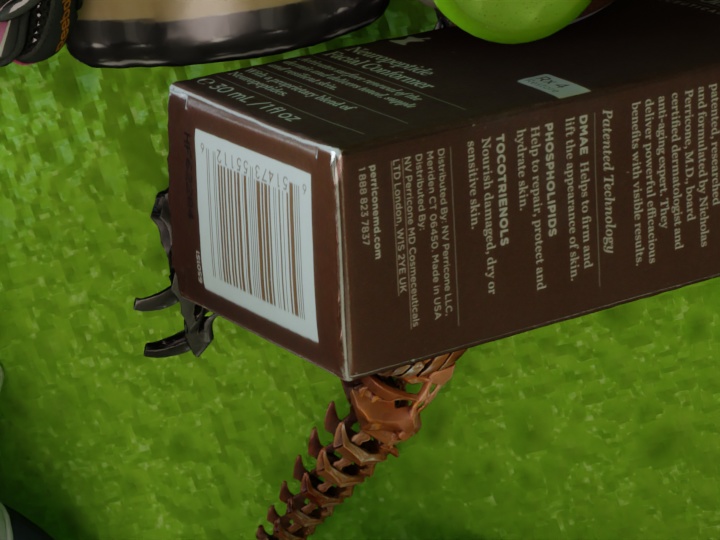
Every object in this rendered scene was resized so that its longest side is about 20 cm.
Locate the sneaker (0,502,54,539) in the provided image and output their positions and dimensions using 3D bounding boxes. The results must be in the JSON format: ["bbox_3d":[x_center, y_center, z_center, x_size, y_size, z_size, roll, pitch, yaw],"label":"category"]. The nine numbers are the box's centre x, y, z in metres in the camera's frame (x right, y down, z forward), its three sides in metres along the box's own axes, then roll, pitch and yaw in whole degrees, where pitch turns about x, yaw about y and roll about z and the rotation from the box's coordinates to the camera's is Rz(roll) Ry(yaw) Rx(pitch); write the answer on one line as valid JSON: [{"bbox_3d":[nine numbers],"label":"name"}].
[{"bbox_3d":[-0.167,0.168,0.950,0.200,0.108,0.070,-49,51,6],"label":"sneaker"}]

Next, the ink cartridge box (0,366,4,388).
[{"bbox_3d":[-0.241,0.064,0.955,0.199,0.067,0.117,-34,112,14],"label":"ink cartridge box"}]

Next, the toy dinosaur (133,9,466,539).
[{"bbox_3d":[0.000,0.000,0.906,0.135,0.102,0.201,15,82,-14],"label":"toy dinosaur"}]

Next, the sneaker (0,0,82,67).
[{"bbox_3d":[-0.109,-0.109,0.813,0.086,0.080,0.200,50,141,-4],"label":"sneaker"}]

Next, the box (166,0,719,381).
[{"bbox_3d":[0.051,-0.033,0.827,0.199,0.100,0.075,-13,111,-32],"label":"box"}]

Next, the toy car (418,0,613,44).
[{"bbox_3d":[0.120,-0.128,0.828,0.199,0.164,0.159,19,107,-10],"label":"toy car"}]

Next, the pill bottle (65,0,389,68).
[{"bbox_3d":[-0.055,-0.172,0.856,0.111,0.112,0.201,-5,103,10],"label":"pill bottle"}]
